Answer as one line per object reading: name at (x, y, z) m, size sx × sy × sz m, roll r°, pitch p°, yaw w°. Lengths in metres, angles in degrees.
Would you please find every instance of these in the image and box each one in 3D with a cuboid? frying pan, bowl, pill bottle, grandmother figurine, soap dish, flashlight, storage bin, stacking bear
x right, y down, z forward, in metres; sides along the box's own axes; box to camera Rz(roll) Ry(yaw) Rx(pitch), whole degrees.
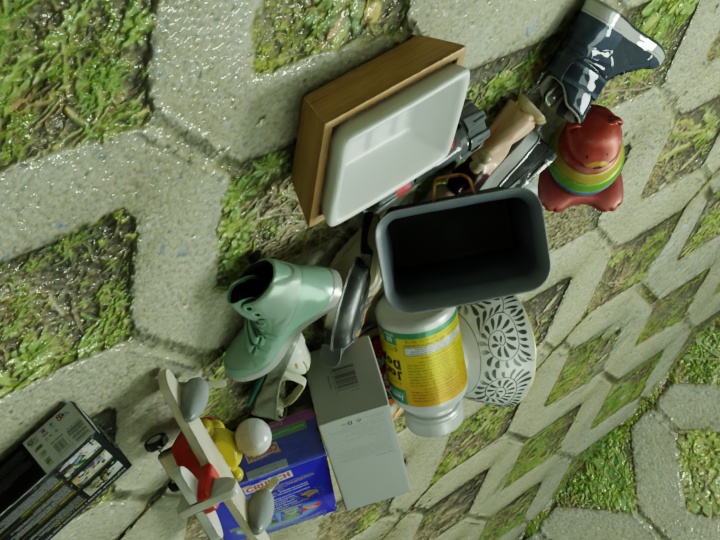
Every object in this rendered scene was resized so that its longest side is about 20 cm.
frying pan at (-0.001, 0.010, 1.643) m, size 0.115 × 0.031 × 0.191 m, roll 95°, pitch 13°, yaw -58°
bowl at (0.157, 0.110, 2.004) m, size 0.093 × 0.201 × 0.202 m, roll -12°, pitch 142°, yaw -32°
pill bottle at (0.089, 0.126, 1.906) m, size 0.112 × 0.112 × 0.202 m, roll -31°, pitch 126°, yaw -30°
grandmother figurine at (0.149, -0.134, 1.749) m, size 0.200 × 0.061 × 0.121 m, roll -45°, pitch 164°, yaw 5°
soap dish at (0.017, -0.151, 1.462) m, size 0.199 × 0.081 × 0.158 m, roll -32°, pitch 153°, yaw -29°
flashlight at (0.067, -0.138, 1.599) m, size 0.199 × 0.068 × 0.068 m, roll -36°, pitch 171°, yaw -32°
storage bin at (0.113, -0.047, 1.656) m, size 0.198 × 0.147 × 0.134 m, roll -11°, pitch -166°, yaw -1°
stacking bear at (0.306, -0.160, 1.856) m, size 0.120 × 0.115 × 0.200 m, roll 0°, pitch 167°, yaw 3°

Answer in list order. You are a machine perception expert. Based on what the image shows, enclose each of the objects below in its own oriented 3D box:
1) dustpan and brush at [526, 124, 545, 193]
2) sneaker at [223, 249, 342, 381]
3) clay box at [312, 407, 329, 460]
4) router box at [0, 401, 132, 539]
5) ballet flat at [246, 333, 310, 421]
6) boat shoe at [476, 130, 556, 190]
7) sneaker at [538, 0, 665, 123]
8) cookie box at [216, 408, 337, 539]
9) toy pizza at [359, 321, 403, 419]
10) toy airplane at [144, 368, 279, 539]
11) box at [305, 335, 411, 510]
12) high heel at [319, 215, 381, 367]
dustpan and brush at (0.211, -0.116, 1.900) m, size 0.200 × 0.057 × 0.139 m, roll -53°, pitch 168°, yaw 31°
sneaker at (-0.126, 0.051, 1.588) m, size 0.118 × 0.074 × 0.200 m, roll 17°, pitch 132°, yaw -39°
clay box at (-0.061, 0.247, 2.023) m, size 0.199 × 0.048 × 0.115 m, roll -38°, pitch 154°, yaw -22°
router box at (-0.357, 0.246, 1.514) m, size 0.200 × 0.051 × 0.149 m, roll -41°, pitch 158°, yaw -10°
ballet flat at (-0.093, 0.118, 1.728) m, size 0.201 × 0.063 × 0.068 m, roll 111°, pitch -3°, yaw -47°
boat shoe at (0.179, -0.094, 1.825) m, size 0.200 × 0.068 × 0.074 m, roll -49°, pitch -169°, yaw -4°
sneaker at (0.307, -0.254, 1.772) m, size 0.202 × 0.077 × 0.147 m, roll 15°, pitch 106°, yaw -53°
cookie box at (-0.125, 0.285, 1.875) m, size 0.170 × 0.076 × 0.201 m, roll -18°, pitch 151°, yaw -7°
toy pizza at (0.024, 0.161, 1.970) m, size 0.199 × 0.032 × 0.202 m, roll -24°, pitch 130°, yaw -33°
toy airplane at (-0.165, 0.223, 1.616) m, size 0.140 × 0.200 × 0.200 m, roll -30°, pitch 153°, yaw -9°
box at (-0.004, 0.206, 1.848) m, size 0.096 × 0.125 × 0.201 m, roll -16°, pitch 136°, yaw -1°
high heel at (-0.009, 0.012, 1.752) m, size 0.143 × 0.071 × 0.202 m, roll -67°, pitch 176°, yaw -75°
